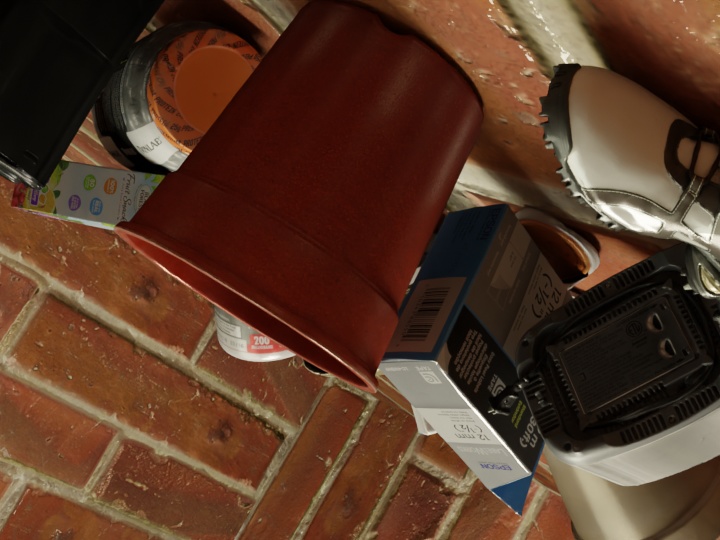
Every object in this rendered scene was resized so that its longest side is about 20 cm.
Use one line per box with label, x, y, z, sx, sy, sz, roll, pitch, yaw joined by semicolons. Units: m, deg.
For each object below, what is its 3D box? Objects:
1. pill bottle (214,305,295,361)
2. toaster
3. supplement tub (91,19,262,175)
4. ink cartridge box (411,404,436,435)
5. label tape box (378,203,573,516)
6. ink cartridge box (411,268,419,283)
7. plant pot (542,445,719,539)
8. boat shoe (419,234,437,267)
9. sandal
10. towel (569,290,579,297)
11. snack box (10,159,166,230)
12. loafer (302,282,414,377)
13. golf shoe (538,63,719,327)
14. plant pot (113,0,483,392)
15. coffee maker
pill bottle;-0.103;-0.018;1.080;0.113;0.113;0.202;22;124;42
toaster;0.198;0.074;0.699;0.129;0.199;0.115;34;-150;-50
supplement tub;-0.150;-0.140;0.863;0.122;0.123;0.200;35;170;-22
ink cartridge box;0.147;0.102;1.011;0.116;0.197;0.068;95;159;-81
label tape box;0.112;0.072;0.773;0.066;0.144;0.200;-8;133;45
ink cartridge box;-0.023;0.030;1.247;0.082;0.147;0.199;34;170;-28
plant pot;0.279;0.194;1.096;0.174;0.200;0.200;51;165;-14
boat shoe;0.000;0.000;0.991;0.198;0.068;0.073;-4;-179;-33
sandal;0.133;0.007;0.869;0.079;0.060;0.207;34;163;-4
towel;0.196;0.043;1.008;0.199;0.024;0.147;27;170;24
snack box;-0.192;-0.058;0.924;0.140;0.054;0.200;9;180;18
loafer;0.027;0.061;0.927;0.199;0.067;0.077;-24;96;36
golf shoe;0.178;-0.046;0.517;0.199;0.078;0.094;34;153;-23
plant pot;-0.027;-0.056;0.684;0.199;0.197;0.201;30;170;6
coffee maker;-0.223;-0.170;0.703;0.134;0.201;0.192;34;170;-23
